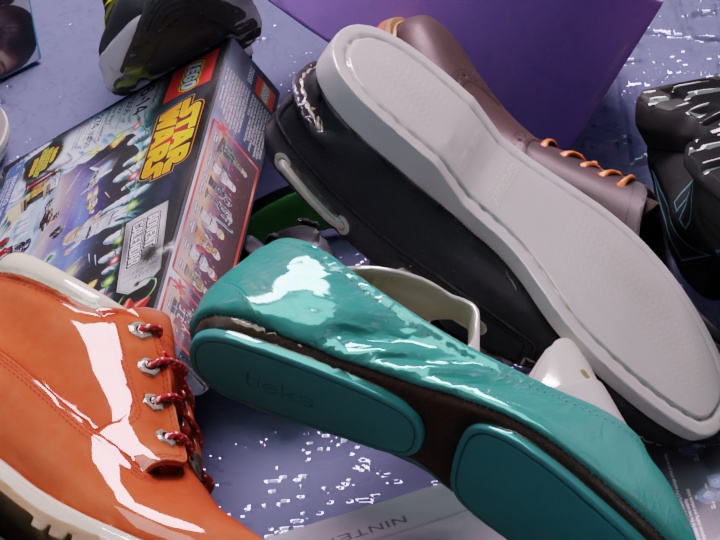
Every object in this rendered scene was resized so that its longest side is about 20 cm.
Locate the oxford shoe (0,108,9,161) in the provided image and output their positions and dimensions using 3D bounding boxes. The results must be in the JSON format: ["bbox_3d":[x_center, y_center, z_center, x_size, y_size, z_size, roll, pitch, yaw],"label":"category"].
[{"bbox_3d":[-0.233,-0.034,1.083,0.075,0.058,0.200,20,47,24],"label":"oxford shoe"}]

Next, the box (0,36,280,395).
[{"bbox_3d":[-0.110,-0.001,0.987,0.137,0.040,0.200,-27,30,25],"label":"box"}]

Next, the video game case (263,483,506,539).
[{"bbox_3d":[-0.003,0.142,0.811,0.182,0.024,0.200,-16,25,-10],"label":"video game case"}]

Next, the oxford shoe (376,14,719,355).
[{"bbox_3d":[0.078,-0.026,0.937,0.072,0.200,0.071,-36,-7,21],"label":"oxford shoe"}]

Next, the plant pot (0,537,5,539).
[{"bbox_3d":[-0.163,0.149,0.751,0.200,0.201,0.134,4,13,14],"label":"plant pot"}]

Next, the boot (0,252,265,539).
[{"bbox_3d":[-0.078,0.064,0.821,0.200,0.075,0.107,28,63,23],"label":"boot"}]

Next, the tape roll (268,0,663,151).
[{"bbox_3d":[0.030,-0.138,1.065,0.200,0.085,0.200,30,12,-7],"label":"tape roll"}]

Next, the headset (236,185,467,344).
[{"bbox_3d":[0.000,0.000,0.974,0.123,0.094,0.200,-6,29,1],"label":"headset"}]

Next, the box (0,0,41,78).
[{"bbox_3d":[-0.255,-0.103,1.155,0.200,0.082,0.049,-31,45,-27],"label":"box"}]

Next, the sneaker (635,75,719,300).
[{"bbox_3d":[0.158,-0.026,0.932,0.075,0.079,0.200,-8,14,-1],"label":"sneaker"}]

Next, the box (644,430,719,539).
[{"bbox_3d":[0.173,0.119,0.834,0.161,0.049,0.200,-7,38,-4],"label":"box"}]

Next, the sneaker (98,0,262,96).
[{"bbox_3d":[-0.095,-0.128,1.091,0.074,0.085,0.200,-22,1,-5],"label":"sneaker"}]

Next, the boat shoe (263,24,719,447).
[{"bbox_3d":[0.049,-0.002,0.876,0.200,0.060,0.074,41,37,-5],"label":"boat shoe"}]

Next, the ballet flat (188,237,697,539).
[{"bbox_3d":[0.039,0.043,0.820,0.200,0.067,0.070,27,58,8],"label":"ballet flat"}]
